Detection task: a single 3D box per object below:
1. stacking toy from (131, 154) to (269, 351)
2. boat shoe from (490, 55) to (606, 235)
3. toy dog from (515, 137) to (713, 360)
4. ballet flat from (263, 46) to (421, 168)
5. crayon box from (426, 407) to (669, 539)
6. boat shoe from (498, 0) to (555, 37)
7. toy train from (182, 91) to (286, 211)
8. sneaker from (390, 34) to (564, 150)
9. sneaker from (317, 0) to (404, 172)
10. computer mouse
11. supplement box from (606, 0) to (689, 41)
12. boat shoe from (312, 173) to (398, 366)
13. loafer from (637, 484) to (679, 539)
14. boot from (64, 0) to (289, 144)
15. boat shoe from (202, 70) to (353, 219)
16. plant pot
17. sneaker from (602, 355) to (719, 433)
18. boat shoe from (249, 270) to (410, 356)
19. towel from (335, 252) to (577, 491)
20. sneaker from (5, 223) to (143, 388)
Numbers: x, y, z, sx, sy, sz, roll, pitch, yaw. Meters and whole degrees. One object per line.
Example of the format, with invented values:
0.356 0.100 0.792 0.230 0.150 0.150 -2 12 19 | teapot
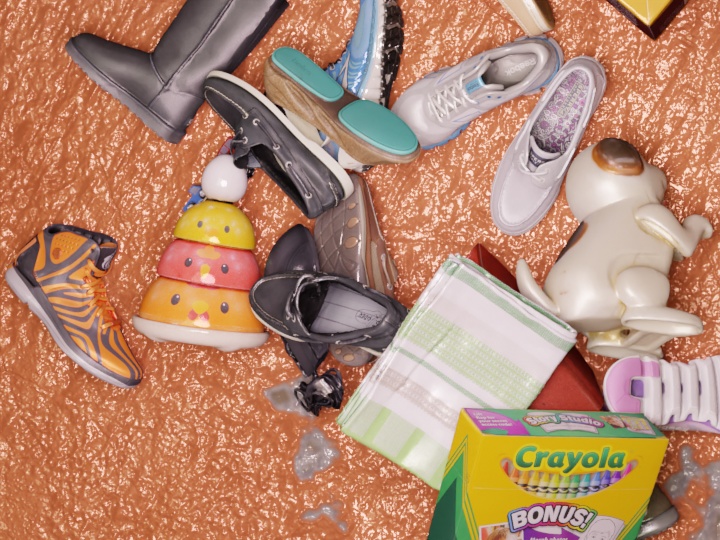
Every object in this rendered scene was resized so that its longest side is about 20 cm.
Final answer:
-0.158 -0.022 1.676 0.145 0.146 0.202 7 92 12 | stacking toy
0.188 -0.122 1.622 0.072 0.068 0.201 36 109 8 | boat shoe
0.248 -0.028 1.585 0.192 0.140 0.202 7 69 -3 | toy dog
-0.024 -0.148 1.621 0.199 0.068 0.073 35 133 19 | ballet flat
0.173 0.219 1.515 0.199 0.058 0.174 3 115 -23 | crayon box
0.121 -0.313 1.638 0.069 0.074 0.201 -38 81 21 | boat shoe
-0.130 -0.124 1.719 0.046 0.034 0.200 39 100 12 | toy train
0.110 -0.187 1.636 0.199 0.087 0.075 -28 88 14 | sneaker
-0.012 -0.208 1.667 0.089 0.078 0.202 13 95 15 | sneaker
-0.067 0.052 1.672 0.052 0.138 0.202 -7 82 -14 | computer mouse
0.249 -0.340 1.536 0.197 0.200 0.133 42 101 7 | supplement box
0.000 0.000 1.679 0.075 0.071 0.202 -7 84 44 | boat shoe
0.224 0.262 1.645 0.199 0.075 0.070 -22 83 4 | loafer
-0.196 -0.263 1.709 0.165 0.066 0.200 39 103 0 | boot
-0.100 -0.125 1.647 0.199 0.075 0.066 42 71 8 | boat shoe
0.130 0.118 1.602 0.176 0.200 0.200 36 100 -4 | plant pot
0.328 0.129 1.610 0.198 0.088 0.081 6 75 -10 | sneaker
-0.036 0.035 1.562 0.198 0.066 0.075 21 79 33 | boat shoe
0.090 0.103 1.487 0.149 0.031 0.201 32 101 -11 | towel
-0.290 0.029 1.740 0.200 0.078 0.112 44 102 7 | sneaker
